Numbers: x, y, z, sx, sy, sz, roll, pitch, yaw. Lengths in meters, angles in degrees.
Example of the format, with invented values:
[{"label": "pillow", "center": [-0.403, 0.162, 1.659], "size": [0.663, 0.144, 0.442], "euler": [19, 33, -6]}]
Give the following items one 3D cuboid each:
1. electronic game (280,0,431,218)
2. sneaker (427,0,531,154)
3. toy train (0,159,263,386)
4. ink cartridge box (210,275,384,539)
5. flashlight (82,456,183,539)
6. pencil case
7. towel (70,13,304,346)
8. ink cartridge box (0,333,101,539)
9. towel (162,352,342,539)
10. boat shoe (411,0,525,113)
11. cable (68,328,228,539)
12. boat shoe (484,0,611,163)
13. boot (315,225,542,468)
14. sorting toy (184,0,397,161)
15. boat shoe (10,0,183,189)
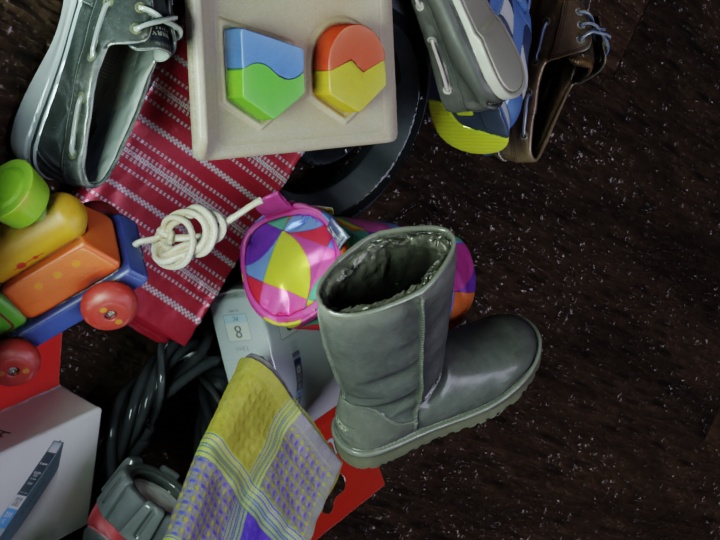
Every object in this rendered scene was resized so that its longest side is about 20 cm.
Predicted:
[{"label": "electronic game", "center": [-0.026, -0.110, 1.688], "size": [0.200, 0.042, 0.200], "euler": [-26, 130, -36]}, {"label": "sneaker", "center": [0.079, -0.184, 1.768], "size": [0.082, 0.074, 0.200], "euler": [-53, 145, -44]}, {"label": "toy train", "center": [-0.170, -0.026, 1.433], "size": [0.200, 0.085, 0.116], "euler": [-30, 137, 14]}, {"label": "ink cartridge box", "center": [-0.026, 0.085, 1.731], "size": [0.160, 0.047, 0.200], "euler": [-32, 112, -56]}, {"label": "flashlight", "center": [-0.179, 0.216, 1.615], "size": [0.200, 0.068, 0.068], "euler": [-55, 160, 17]}, {"label": "pencil case", "center": [0.000, 0.000, 1.667], "size": [0.200, 0.088, 0.088], "euler": [13, 101, -59]}, {"label": "towel", "center": [-0.112, -0.060, 1.584], "size": [0.145, 0.022, 0.200], "euler": [35, 86, -45]}, {"label": "ink cartridge box", "center": [-0.243, 0.111, 1.525], "size": [0.200, 0.045, 0.176], "euler": [-25, 132, -46]}, {"label": "towel", "center": [-0.073, 0.167, 1.602], "size": [0.144, 0.023, 0.200], "euler": [60, 42, -42]}, {"label": "boat shoe", "center": [0.047, -0.198, 1.680], "size": [0.067, 0.057, 0.200], "euler": [-39, 108, -58]}, {"label": "cable", "center": [-0.140, 0.128, 1.694], "size": [0.163, 0.051, 0.200], "euler": [-36, 143, -31]}, {"label": "boat shoe", "center": [0.151, -0.172, 1.877], "size": [0.072, 0.072, 0.200], "euler": [18, 96, -59]}, {"label": "boot", "center": [0.048, 0.033, 1.627], "size": [0.182, 0.073, 0.200], "euler": [-33, 145, -23]}, {"label": "sorting toy", "center": [-0.038, -0.168, 1.572], "size": [0.200, 0.036, 0.185], "euler": [-10, 99, -49]}, {"label": "boat shoe", "center": [-0.138, -0.141, 1.474], "size": [0.072, 0.071, 0.200], "euler": [9, 103, -57]}]
